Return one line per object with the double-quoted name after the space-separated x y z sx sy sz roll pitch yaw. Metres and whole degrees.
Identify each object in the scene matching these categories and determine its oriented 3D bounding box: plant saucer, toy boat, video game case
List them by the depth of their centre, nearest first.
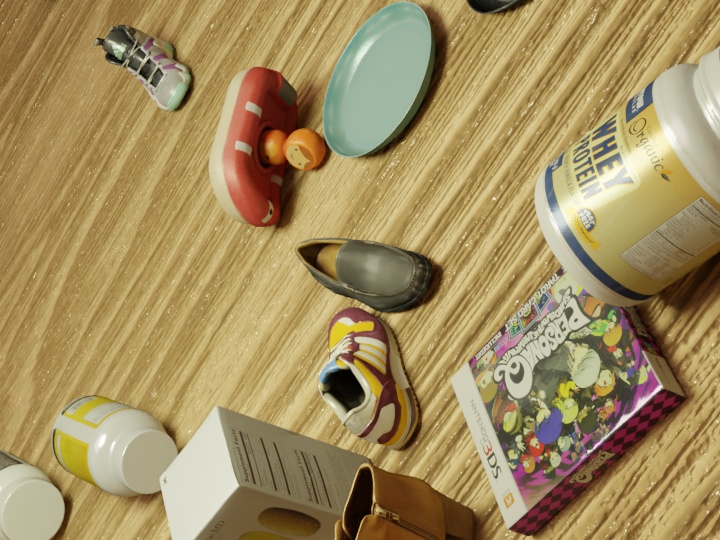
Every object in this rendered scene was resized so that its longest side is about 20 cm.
0.177 0.105 1.195 0.200 0.036 0.182 -48 40 26 "video game case"
0.026 -0.225 1.605 0.199 0.027 0.202 -31 48 42 "plant saucer"
-0.105 -0.153 1.685 0.129 0.130 0.202 6 73 25 "toy boat"

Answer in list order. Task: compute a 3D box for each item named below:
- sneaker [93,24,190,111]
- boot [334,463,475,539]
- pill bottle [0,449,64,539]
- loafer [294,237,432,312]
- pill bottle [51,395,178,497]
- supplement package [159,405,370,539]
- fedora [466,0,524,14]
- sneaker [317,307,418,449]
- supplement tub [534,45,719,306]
-0.349 -0.325 2.077 0.078 0.139 0.200 -57 35 13 "sneaker"
0.037 0.283 1.189 0.071 0.143 0.203 -26 51 45 "boot"
-0.511 0.332 1.943 0.199 0.116 0.118 8 77 56 "pill bottle"
0.000 0.000 1.468 0.199 0.072 0.074 3 72 54 "loafer"
-0.317 0.231 1.737 0.199 0.111 0.113 8 77 55 "pill bottle"
-0.083 0.235 1.333 0.114 0.199 0.110 -51 37 22 "supplement package"
0.148 -0.388 1.469 0.200 0.091 0.203 -30 48 41 "fedora"
-0.008 0.099 1.405 0.075 0.090 0.201 -53 36 19 "sneaker"
0.256 -0.077 1.096 0.200 0.144 0.146 -39 43 35 "supplement tub"
